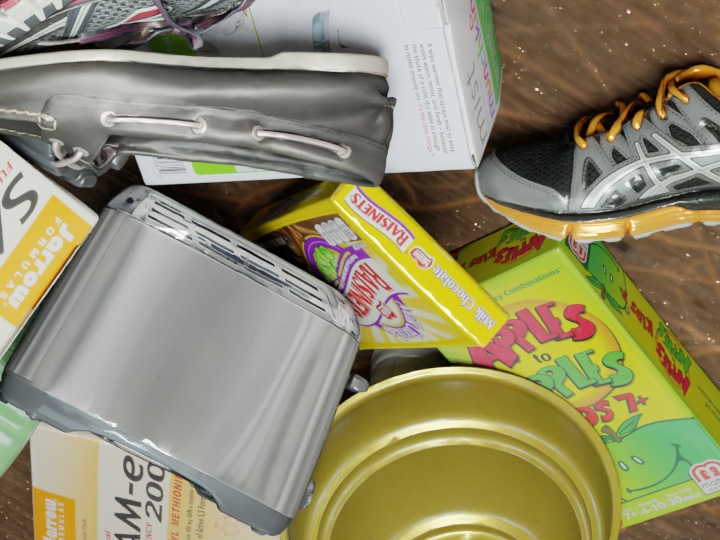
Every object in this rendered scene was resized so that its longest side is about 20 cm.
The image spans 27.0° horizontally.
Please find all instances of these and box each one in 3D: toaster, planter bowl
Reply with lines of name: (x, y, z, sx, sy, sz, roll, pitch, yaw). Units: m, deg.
toaster: (-0.096, 0.042, 0.787, 0.200, 0.129, 0.114, 28, 170, -9)
planter bowl: (0.053, 0.160, 0.838, 0.200, 0.083, 0.201, -1, 113, -1)

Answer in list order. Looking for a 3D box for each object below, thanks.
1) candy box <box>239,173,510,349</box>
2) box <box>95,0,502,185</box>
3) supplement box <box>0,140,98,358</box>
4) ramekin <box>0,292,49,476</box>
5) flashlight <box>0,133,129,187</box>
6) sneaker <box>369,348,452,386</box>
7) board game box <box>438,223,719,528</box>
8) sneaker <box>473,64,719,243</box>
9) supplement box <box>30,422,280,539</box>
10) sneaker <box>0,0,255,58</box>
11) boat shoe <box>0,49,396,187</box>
candy box: (0.000, 0.000, 0.778, 0.102, 0.026, 0.200, 42, 166, -10)
box: (-0.038, -0.147, 0.702, 0.176, 0.097, 0.200, -3, 128, 17)
supplement box: (-0.237, -0.017, 0.752, 0.200, 0.126, 0.074, 21, 164, 47)
ramekin: (-0.254, 0.057, 0.875, 0.098, 0.200, 0.200, 38, 129, -26)
flashlight: (-0.197, -0.103, 0.752, 0.200, 0.068, 0.068, 30, 134, 26)
sneaker: (0.061, 0.136, 0.920, 0.075, 0.089, 0.200, -24, 120, 29)
board game box: (0.130, 0.061, 0.864, 0.101, 0.048, 0.200, -26, 119, 32)
sneaker: (0.154, -0.063, 0.744, 0.200, 0.078, 0.077, -4, 115, 14)
supplement box: (-0.106, 0.139, 0.969, 0.200, 0.074, 0.126, 13, 131, 5)
sneaker: (-0.096, -0.122, 0.627, 0.200, 0.081, 0.075, -16, 134, 33)
boat shoe: (-0.083, -0.062, 0.643, 0.200, 0.067, 0.057, -2, 88, -6)
